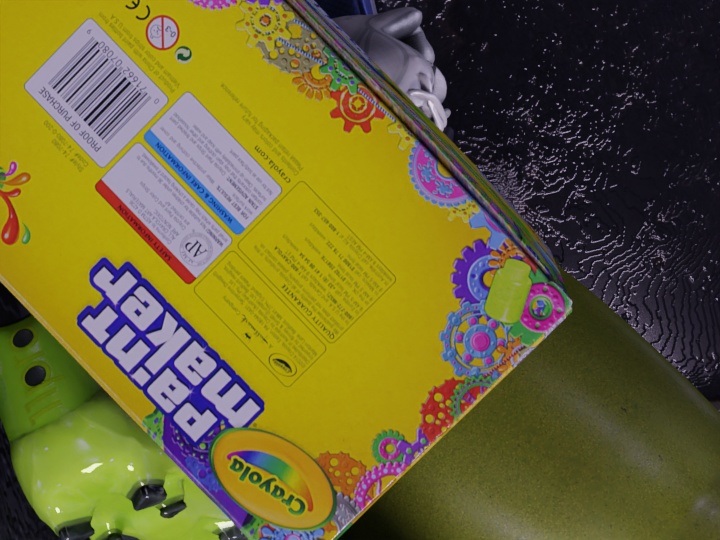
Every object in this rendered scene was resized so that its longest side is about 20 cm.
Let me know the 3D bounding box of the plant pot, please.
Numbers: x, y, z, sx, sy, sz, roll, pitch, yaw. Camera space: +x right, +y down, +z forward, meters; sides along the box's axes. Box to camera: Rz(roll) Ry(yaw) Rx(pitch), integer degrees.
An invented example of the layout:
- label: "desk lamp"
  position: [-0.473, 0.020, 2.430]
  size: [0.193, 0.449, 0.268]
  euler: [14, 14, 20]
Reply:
- label: "plant pot"
  position: [0.091, 0.104, 0.984]
  size: [0.192, 0.201, 0.201]
  euler: [31, -12, 19]

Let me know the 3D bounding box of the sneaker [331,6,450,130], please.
- label: "sneaker"
  position: [0.001, -0.063, 0.934]
  size: [0.201, 0.080, 0.076]
  euler: [-94, 172, -54]

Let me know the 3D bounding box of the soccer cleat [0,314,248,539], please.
- label: "soccer cleat"
  position: [-0.079, 0.067, 0.755]
  size: [0.200, 0.067, 0.082]
  euler: [63, 2, -70]

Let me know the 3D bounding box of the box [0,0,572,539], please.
- label: "box"
  position: [-0.041, -0.029, 0.694]
  size: [0.200, 0.122, 0.193]
  euler: [46, 6, -1]

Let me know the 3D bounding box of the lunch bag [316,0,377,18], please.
- label: "lunch bag"
  position: [-0.060, -0.153, 1.231]
  size: [0.132, 0.135, 0.202]
  euler: [49, 27, -81]

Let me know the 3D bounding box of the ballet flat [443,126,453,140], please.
- label: "ballet flat"
  position: [0.000, 0.000, 1.002]
  size: [0.200, 0.072, 0.074]
  euler: [-45, 128, -46]
